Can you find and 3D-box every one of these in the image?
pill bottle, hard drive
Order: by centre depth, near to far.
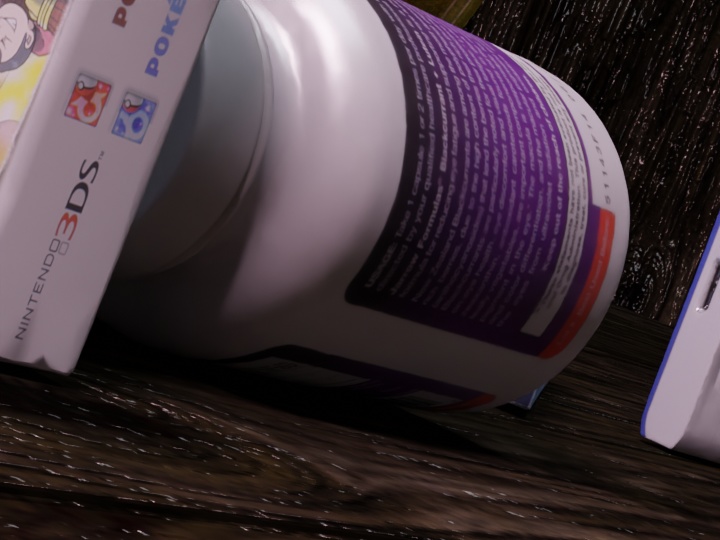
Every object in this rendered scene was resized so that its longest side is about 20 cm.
[{"bbox_3d":[-0.017,-0.026,0.683,0.111,0.111,0.200,23,3,33],"label":"pill bottle"},{"bbox_3d":[0.209,0.029,1.062,0.200,0.132,0.025,18,3,-44],"label":"hard drive"}]

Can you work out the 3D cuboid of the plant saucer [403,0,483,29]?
[{"bbox_3d":[-0.038,-0.077,0.752,0.200,0.200,0.048,2,45,-48],"label":"plant saucer"}]

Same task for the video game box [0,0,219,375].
[{"bbox_3d":[-0.106,-0.092,0.587,0.200,0.182,0.047,24,1,42],"label":"video game box"}]

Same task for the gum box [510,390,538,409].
[{"bbox_3d":[0.000,0.000,0.998,0.170,0.045,0.200,21,2,6],"label":"gum box"}]
